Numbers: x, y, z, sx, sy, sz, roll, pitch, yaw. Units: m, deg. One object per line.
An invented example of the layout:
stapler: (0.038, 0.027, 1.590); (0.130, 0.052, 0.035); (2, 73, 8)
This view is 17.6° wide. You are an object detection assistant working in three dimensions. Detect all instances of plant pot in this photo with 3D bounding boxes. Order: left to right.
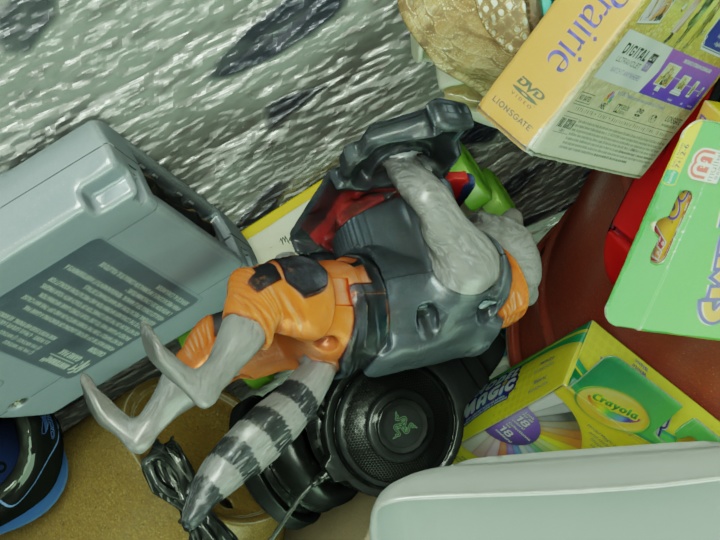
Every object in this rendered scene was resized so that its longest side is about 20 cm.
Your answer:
plant pot: (-0.120, 0.153, 1.149); (0.186, 0.187, 0.201); (-12, 145, -48)
plant pot: (0.184, -0.006, 1.155); (0.199, 0.202, 0.196); (-24, 156, -17)

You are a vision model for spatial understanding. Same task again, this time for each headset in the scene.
headset: (-0.018, 0.066, 1.053); (0.123, 0.094, 0.200); (-22, -164, 45)

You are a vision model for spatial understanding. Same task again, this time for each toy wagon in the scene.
toy wagon: (0.000, 0.000, 1.097); (0.154, 0.040, 0.200); (-32, 165, 9)

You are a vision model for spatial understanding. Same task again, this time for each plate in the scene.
plate: (0.099, 0.124, 1.055); (0.198, 0.033, 0.200); (-4, 152, -4)

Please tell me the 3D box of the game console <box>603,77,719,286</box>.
game console: (0.212, -0.048, 0.984); (0.198, 0.031, 0.178); (8, 116, -28)

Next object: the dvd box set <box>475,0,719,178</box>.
dvd box set: (0.132, -0.123, 0.832); (0.201, 0.029, 0.146); (-53, 162, 14)

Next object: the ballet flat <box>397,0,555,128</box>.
ballet flat: (0.055, -0.089, 0.900); (0.065, 0.071, 0.200); (-4, 166, 13)

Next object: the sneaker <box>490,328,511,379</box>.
sneaker: (0.090, 0.070, 1.281); (0.198, 0.077, 0.081); (13, 123, -24)

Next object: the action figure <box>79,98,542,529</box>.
action figure: (-0.011, 0.028, 0.931); (0.192, 0.105, 0.200); (-22, 162, -23)

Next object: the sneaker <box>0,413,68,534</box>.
sneaker: (-0.221, 0.114, 1.017); (0.199, 0.070, 0.078); (-33, 162, -12)

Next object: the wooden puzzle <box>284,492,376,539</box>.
wooden puzzle: (-0.020, 0.147, 1.185); (0.037, 0.200, 0.186); (18, 108, -16)

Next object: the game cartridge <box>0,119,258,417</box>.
game cartridge: (-0.122, 0.007, 0.906); (0.132, 0.042, 0.200); (-27, 165, 6)

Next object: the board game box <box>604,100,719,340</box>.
board game box: (0.194, -0.012, 0.962); (0.198, 0.030, 0.096); (6, 118, -31)

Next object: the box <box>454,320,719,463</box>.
box: (0.105, 0.097, 1.144); (0.200, 0.117, 0.049); (-33, -156, 51)
